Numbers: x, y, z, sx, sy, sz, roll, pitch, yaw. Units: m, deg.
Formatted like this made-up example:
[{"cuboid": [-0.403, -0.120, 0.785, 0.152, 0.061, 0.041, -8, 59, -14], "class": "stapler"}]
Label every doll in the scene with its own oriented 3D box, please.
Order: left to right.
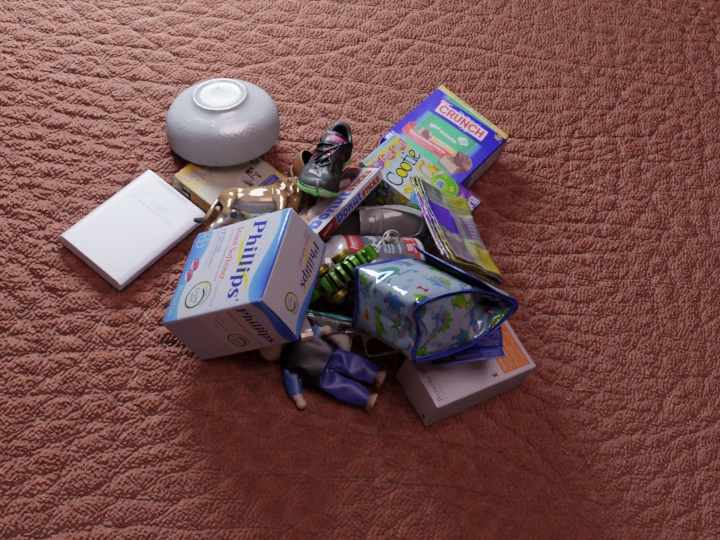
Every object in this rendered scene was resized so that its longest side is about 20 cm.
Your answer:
[{"cuboid": [-0.065, 0.154, 1.571, 0.200, 0.048, 0.137, 24, 76, 1], "class": "doll"}]

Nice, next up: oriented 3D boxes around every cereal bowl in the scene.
[{"cuboid": [-0.241, -0.273, 1.753, 0.200, 0.083, 0.200, 0, 45, 0], "class": "cereal bowl"}]

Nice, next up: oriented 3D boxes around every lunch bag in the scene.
[{"cuboid": [0.114, 0.044, 1.538, 0.200, 0.128, 0.170, -11, 25, -32], "class": "lunch bag"}]

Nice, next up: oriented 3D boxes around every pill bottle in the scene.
[{"cuboid": [0.000, 0.000, 1.656, 0.200, 0.116, 0.116, 2, 57, -16], "class": "pill bottle"}]

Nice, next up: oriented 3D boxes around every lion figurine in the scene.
[{"cuboid": [-0.174, -0.113, 1.670, 0.200, 0.073, 0.123, 3, 41, -10], "class": "lion figurine"}]

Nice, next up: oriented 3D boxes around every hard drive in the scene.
[{"cuboid": [-0.368, -0.069, 1.646, 0.132, 0.025, 0.200, 38, 54, 10], "class": "hard drive"}]

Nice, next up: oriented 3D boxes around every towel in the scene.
[{"cuboid": [0.157, -0.066, 1.630, 0.144, 0.023, 0.200, 23, 35, -39], "class": "towel"}]

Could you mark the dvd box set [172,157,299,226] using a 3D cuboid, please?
[{"cuboid": [-0.202, -0.135, 1.738, 0.200, 0.029, 0.146, 37, 54, 8], "class": "dvd box set"}]

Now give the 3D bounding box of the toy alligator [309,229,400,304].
[{"cuboid": [-0.009, -0.009, 1.566, 0.200, 0.054, 0.059, -37, 92, -18], "class": "toy alligator"}]

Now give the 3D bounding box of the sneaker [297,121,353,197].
[{"cuboid": [-0.057, -0.187, 1.680, 0.077, 0.084, 0.200, 12, 35, 1], "class": "sneaker"}]

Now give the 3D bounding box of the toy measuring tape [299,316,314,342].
[{"cuboid": [-0.116, 0.069, 1.586, 0.073, 0.074, 0.200, -8, 36, -21], "class": "toy measuring tape"}]

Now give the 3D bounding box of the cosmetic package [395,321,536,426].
[{"cuboid": [0.170, 0.162, 1.627, 0.200, 0.071, 0.102, -19, 65, -27], "class": "cosmetic package"}]

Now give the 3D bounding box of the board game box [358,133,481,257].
[{"cuboid": [0.093, -0.127, 1.778, 0.200, 0.103, 0.105, 38, 54, 10], "class": "board game box"}]

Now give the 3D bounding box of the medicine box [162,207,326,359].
[{"cuboid": [-0.174, 0.021, 1.532, 0.103, 0.200, 0.182, 47, 43, -36], "class": "medicine box"}]

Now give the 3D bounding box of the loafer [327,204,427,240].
[{"cuboid": [0.012, -0.075, 1.702, 0.200, 0.070, 0.070, -3, 98, 9], "class": "loafer"}]

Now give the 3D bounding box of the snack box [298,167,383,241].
[{"cuboid": [-0.043, -0.110, 1.668, 0.072, 0.024, 0.200, 6, 39, 34], "class": "snack box"}]

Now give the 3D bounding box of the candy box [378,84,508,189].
[{"cuboid": [0.153, -0.229, 1.882, 0.169, 0.077, 0.200, 38, 53, 11], "class": "candy box"}]

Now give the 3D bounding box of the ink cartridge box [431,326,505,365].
[{"cuboid": [0.160, 0.084, 1.620, 0.119, 0.042, 0.200, -5, 27, 0], "class": "ink cartridge box"}]

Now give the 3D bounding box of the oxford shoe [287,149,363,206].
[{"cuboid": [-0.045, -0.133, 1.762, 0.200, 0.071, 0.071, 41, 53, 10], "class": "oxford shoe"}]

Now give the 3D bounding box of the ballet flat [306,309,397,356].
[{"cuboid": [-0.001, 0.103, 1.617, 0.200, 0.072, 0.072, 5, 55, -2], "class": "ballet flat"}]
